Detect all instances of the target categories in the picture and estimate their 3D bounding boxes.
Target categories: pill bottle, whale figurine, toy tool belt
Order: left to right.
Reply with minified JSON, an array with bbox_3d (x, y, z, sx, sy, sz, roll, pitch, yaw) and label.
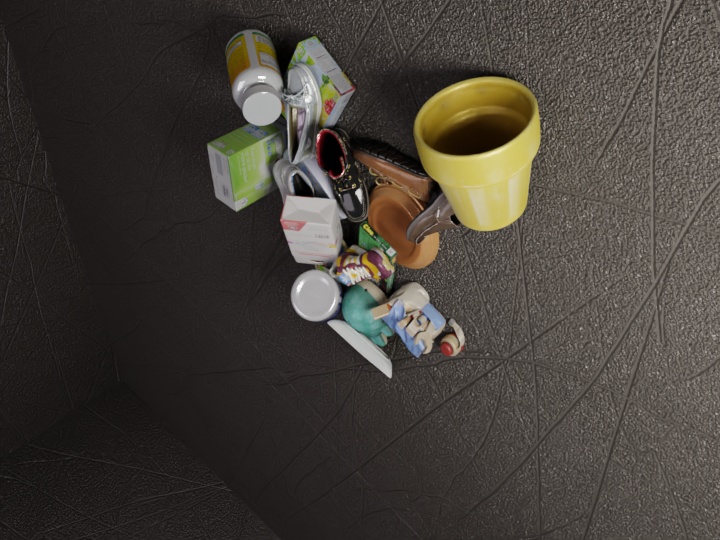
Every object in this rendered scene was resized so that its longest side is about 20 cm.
[{"bbox_3d":[-0.222,-0.406,1.514,0.114,0.110,0.203,105,155,-49],"label":"pill bottle"},{"bbox_3d":[-0.097,0.065,1.713,0.117,0.115,0.200,51,180,7],"label":"pill bottle"},{"bbox_3d":[0.014,0.117,1.713,0.158,0.103,0.202,39,155,31],"label":"whale figurine"},{"bbox_3d":[0.121,0.133,1.575,0.200,0.122,0.126,46,146,15],"label":"toy tool belt"}]

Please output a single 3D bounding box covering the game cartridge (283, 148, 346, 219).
[{"bbox_3d":[-0.099,-0.200,1.618,0.202,0.041,0.133,55,168,-9],"label":"game cartridge"}]

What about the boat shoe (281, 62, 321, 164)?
[{"bbox_3d":[-0.125,-0.321,1.474,0.074,0.064,0.206,28,132,34],"label":"boat shoe"}]

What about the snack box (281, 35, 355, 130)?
[{"bbox_3d":[-0.102,-0.371,1.514,0.143,0.053,0.200,53,147,7],"label":"snack box"}]

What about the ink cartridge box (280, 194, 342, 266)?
[{"bbox_3d":[-0.103,-0.085,1.604,0.113,0.069,0.201,7,154,8],"label":"ink cartridge box"}]

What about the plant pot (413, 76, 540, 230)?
[{"bbox_3d":[0.201,-0.179,1.172,0.199,0.201,0.191,25,152,38],"label":"plant pot"}]

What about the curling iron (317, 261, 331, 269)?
[{"bbox_3d":[-0.084,-0.023,1.727,0.198,0.025,0.050,29,146,38],"label":"curling iron"}]

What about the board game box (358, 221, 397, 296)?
[{"bbox_3d":[0.035,-0.022,1.606,0.105,0.023,0.201,48,161,18],"label":"board game box"}]

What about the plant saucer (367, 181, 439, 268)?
[{"bbox_3d":[0.082,-0.091,1.521,0.198,0.037,0.204,32,139,32],"label":"plant saucer"}]

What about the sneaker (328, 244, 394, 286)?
[{"bbox_3d":[0.000,0.000,1.552,0.076,0.090,0.199,55,163,-17],"label":"sneaker"}]

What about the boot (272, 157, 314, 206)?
[{"bbox_3d":[-0.134,-0.153,1.619,0.095,0.073,0.202,43,162,52],"label":"boot"}]

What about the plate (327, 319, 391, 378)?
[{"bbox_3d":[0.008,0.180,1.752,0.199,0.032,0.200,41,180,5],"label":"plate"}]

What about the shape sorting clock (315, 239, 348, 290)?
[{"bbox_3d":[-0.071,-0.041,1.758,0.199,0.039,0.202,37,148,27],"label":"shape sorting clock"}]

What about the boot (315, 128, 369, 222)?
[{"bbox_3d":[-0.038,-0.198,1.470,0.071,0.151,0.205,-12,94,9],"label":"boot"}]

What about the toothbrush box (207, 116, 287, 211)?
[{"bbox_3d":[-0.247,-0.255,1.665,0.085,0.199,0.148,30,138,31],"label":"toothbrush box"}]

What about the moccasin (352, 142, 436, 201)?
[{"bbox_3d":[0.065,-0.198,1.430,0.199,0.073,0.079,27,129,24],"label":"moccasin"}]

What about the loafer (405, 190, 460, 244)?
[{"bbox_3d":[0.156,-0.103,1.365,0.071,0.073,0.200,48,138,4],"label":"loafer"}]
